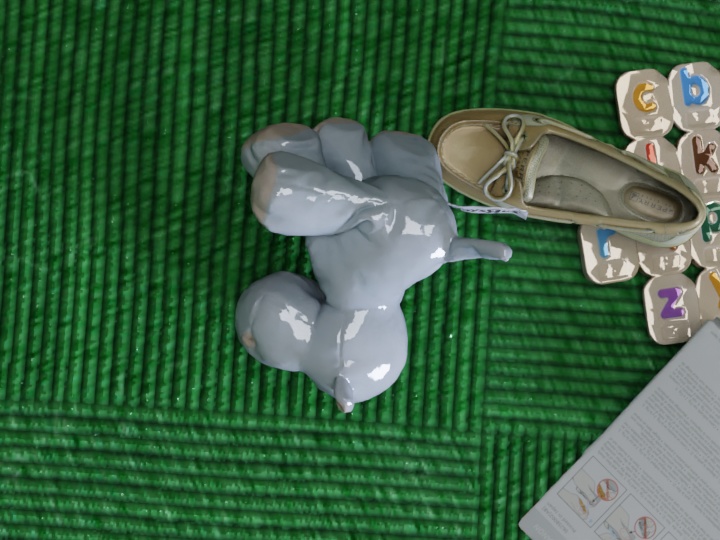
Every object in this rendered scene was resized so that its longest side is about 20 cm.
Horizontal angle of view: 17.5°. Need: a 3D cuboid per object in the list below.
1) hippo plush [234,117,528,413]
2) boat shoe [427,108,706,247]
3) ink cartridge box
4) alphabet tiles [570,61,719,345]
[{"bbox_3d":[0.000,0.000,1.583,0.199,0.159,0.162,18,114,6],"label":"hippo plush"},{"bbox_3d":[0.142,-0.066,1.618,0.199,0.063,0.074,21,89,4],"label":"boat shoe"},{"bbox_3d":[0.235,0.158,1.629,0.163,0.057,0.200,45,102,13],"label":"ink cartridge box"},{"bbox_3d":[0.249,-0.050,1.674,0.198,0.015,0.197,-8,88,-10],"label":"alphabet tiles"}]
